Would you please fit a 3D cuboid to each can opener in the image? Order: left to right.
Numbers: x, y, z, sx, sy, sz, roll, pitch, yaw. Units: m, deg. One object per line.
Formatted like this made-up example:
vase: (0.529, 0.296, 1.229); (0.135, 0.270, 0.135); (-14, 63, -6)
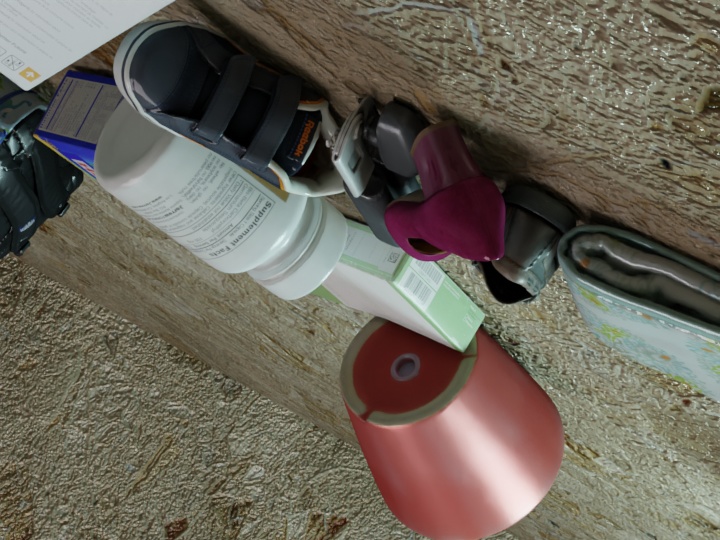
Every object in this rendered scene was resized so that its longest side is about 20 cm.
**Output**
can opener: (0.019, -0.063, 1.168); (0.066, 0.053, 0.200); (26, 169, 15)

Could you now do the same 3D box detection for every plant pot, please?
plant pot: (0.076, 0.135, 1.600); (0.199, 0.201, 0.178); (21, 157, 39)

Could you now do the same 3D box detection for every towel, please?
towel: (0.229, 0.045, 1.114); (0.199, 0.048, 0.171); (27, 168, 20)

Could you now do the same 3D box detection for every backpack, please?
backpack: (-0.373, -0.116, 1.701); (0.154, 0.163, 0.200); (45, 164, 2)

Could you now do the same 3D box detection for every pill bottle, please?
pill bottle: (-0.107, -0.064, 1.338); (0.200, 0.115, 0.114); (38, 167, -34)

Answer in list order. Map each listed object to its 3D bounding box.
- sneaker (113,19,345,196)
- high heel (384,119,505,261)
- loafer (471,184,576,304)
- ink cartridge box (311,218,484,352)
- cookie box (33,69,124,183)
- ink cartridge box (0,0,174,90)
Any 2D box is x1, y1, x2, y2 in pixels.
sneaker: (-0.077, -0.111, 1.151); (0.199, 0.079, 0.079); (25, 180, -45)
high heel: (0.060, -0.018, 1.116); (0.200, 0.067, 0.097); (80, 170, -72)
loafer: (0.103, -0.007, 1.170); (0.071, 0.063, 0.200); (28, 169, 5)
ink cartridge box: (0.000, 0.000, 1.524); (0.199, 0.048, 0.145); (22, 166, 40)
cookie box: (-0.174, -0.096, 1.479); (0.171, 0.076, 0.199); (36, 169, -34)
ink cartridge box: (-0.212, -0.214, 1.025); (0.199, 0.044, 0.198); (-22, 135, 35)
